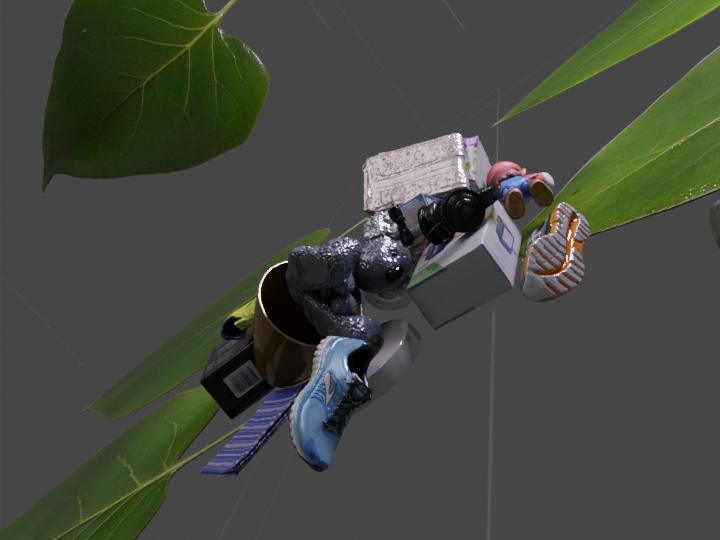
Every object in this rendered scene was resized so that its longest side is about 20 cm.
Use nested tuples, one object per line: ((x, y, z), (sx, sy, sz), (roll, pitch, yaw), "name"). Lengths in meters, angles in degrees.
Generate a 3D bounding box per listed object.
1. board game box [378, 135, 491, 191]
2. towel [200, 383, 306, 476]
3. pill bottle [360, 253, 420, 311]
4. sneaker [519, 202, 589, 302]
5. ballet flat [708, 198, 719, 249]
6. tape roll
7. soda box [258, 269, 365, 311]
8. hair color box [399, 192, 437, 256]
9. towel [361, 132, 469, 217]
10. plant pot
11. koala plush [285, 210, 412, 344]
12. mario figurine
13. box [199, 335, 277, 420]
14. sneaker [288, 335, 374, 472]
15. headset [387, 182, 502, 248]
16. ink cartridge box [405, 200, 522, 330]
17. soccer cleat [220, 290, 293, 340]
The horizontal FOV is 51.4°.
((0.138, -0.170, 1.420), (0.199, 0.105, 0.104), (-6, 60, 24), "board game box")
((-0.182, 0.272, 1.285), (0.200, 0.024, 0.145), (-46, 14, -33), "towel")
((0.062, -0.010, 1.408), (0.111, 0.112, 0.200), (-34, 12, 17), "pill bottle")
((0.248, -0.012, 0.992), (0.077, 0.078, 0.200), (-45, 1, 41), "sneaker")
((0.429, -0.066, 0.702), (0.200, 0.067, 0.064), (-27, 43, 44), "ballet flat")
((0.004, 0.152, 1.157), (0.202, 0.037, 0.203), (-37, 12, 9), "tape roll")
((-0.093, 0.052, 1.462), (0.199, 0.068, 0.064), (7, 42, 14), "soda box")
((0.126, -0.073, 1.335), (0.100, 0.061, 0.200), (-31, -21, 26), "hair color box")
((0.096, -0.173, 1.355), (0.199, 0.034, 0.133), (-15, 56, 20), "towel")
((-0.113, 0.116, 1.319), (0.187, 0.186, 0.201), (-50, -9, -46), "plant pot")
((0.000, 0.000, 1.201), (0.199, 0.178, 0.183), (-27, 24, -29), "koala plush")
((0.282, -0.127, 1.321), (0.200, 0.123, 0.107), (-92, 14, -74), "mario figurine")
((-0.230, 0.190, 1.533), (0.148, 0.105, 0.200), (-36, 12, 5), "box")
((-0.032, 0.173, 1.013), (0.089, 0.078, 0.201), (-11, 50, 35), "sneaker")
((0.129, -0.094, 1.150), (0.200, 0.094, 0.123), (-32, 5, -34), "headset")
((0.168, -0.015, 1.178), (0.145, 0.088, 0.200), (-32, 11, 28), "ink cartridge box")
((-0.195, 0.083, 1.416), (0.200, 0.065, 0.084), (-35, -1, 41), "soccer cleat")
